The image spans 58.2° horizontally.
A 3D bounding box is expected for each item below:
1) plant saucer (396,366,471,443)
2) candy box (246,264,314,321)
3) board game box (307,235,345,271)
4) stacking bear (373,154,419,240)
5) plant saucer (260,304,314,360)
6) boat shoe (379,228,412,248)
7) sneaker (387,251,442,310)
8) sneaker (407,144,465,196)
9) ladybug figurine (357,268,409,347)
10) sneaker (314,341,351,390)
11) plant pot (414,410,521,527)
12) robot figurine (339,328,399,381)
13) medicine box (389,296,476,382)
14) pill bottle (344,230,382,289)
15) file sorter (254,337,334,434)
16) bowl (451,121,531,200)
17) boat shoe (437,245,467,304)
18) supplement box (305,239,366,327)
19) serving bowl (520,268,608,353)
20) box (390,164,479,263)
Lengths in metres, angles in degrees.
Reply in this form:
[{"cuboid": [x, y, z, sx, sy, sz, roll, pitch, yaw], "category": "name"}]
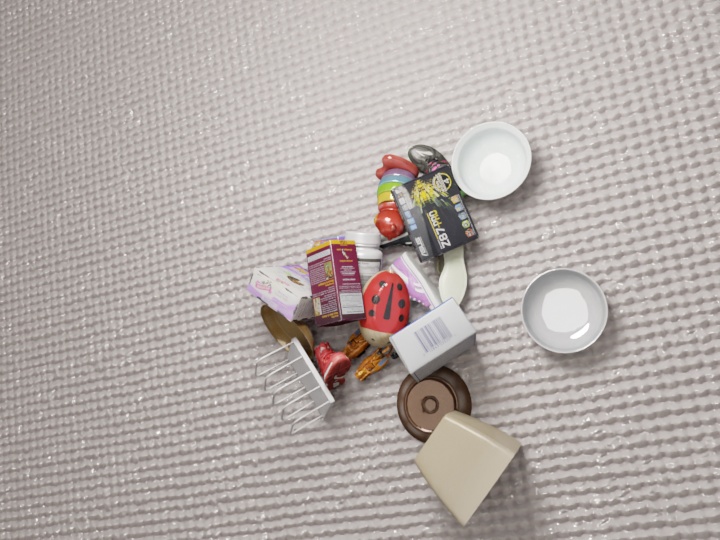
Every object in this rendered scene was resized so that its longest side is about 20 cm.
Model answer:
[{"cuboid": [0.182, 0.341, 1.651, 0.198, 0.037, 0.203, -3, 80, 20], "category": "plant saucer"}, {"cuboid": [-0.174, 0.057, 1.724, 0.167, 0.199, 0.072, 32, 108, 26], "category": "candy box"}, {"cuboid": [-0.064, -0.020, 1.791, 0.198, 0.039, 0.160, -7, 80, 20], "category": "board game box"}, {"cuboid": [0.087, -0.180, 1.696, 0.112, 0.122, 0.202, 14, 68, -8], "category": "stacking bear"}, {"cuboid": [-0.190, 0.160, 1.754, 0.199, 0.201, 0.035, 35, 59, 21], "category": "plant saucer"}, {"cuboid": [0.134, -0.092, 1.715, 0.199, 0.076, 0.061, -21, 116, 31], "category": "boat shoe"}, {"cuboid": [0.138, 0.062, 1.695, 0.114, 0.072, 0.201, -42, 61, 15], "category": "sneaker"}, {"cuboid": [0.203, -0.270, 1.706, 0.200, 0.084, 0.077, 43, 97, 20], "category": "sneaker"}, {"cuboid": [0.062, 0.095, 1.632, 0.134, 0.072, 0.203, 7, 89, -9], "category": "ladybug figurine"}, {"cuboid": [-0.087, 0.232, 1.690, 0.078, 0.201, 0.116, -22, 67, -22], "category": "sneaker"}, {"cuboid": [0.243, 0.441, 1.523, 0.176, 0.200, 0.201, 36, 95, 20], "category": "plant pot"}, {"cuboid": [0.045, 0.191, 1.711, 0.200, 0.058, 0.145, -44, 71, 10], "category": "robot figurine"}, {"cuboid": [0.180, 0.172, 1.571, 0.181, 0.200, 0.103, -33, 73, 0], "category": "medicine box"}, {"cuboid": [0.000, 0.000, 1.706, 0.113, 0.114, 0.203, 6, 96, 21], "category": "pill bottle"}, {"cuboid": [-0.178, 0.311, 1.710, 0.124, 0.139, 0.201, -27, 70, -23], "category": "file sorter"}, {"cuboid": [0.338, -0.269, 1.653, 0.199, 0.090, 0.204, -3, 82, 20], "category": "bowl"}, {"cuboid": [0.234, -0.003, 1.669, 0.071, 0.060, 0.204, 1, 83, -3], "category": "boat shoe"}, {"cuboid": [-0.062, 0.034, 1.627, 0.110, 0.085, 0.203, -19, 77, 49], "category": "supplement box"}, {"cuboid": [0.490, 0.098, 1.557, 0.198, 0.066, 0.203, -3, 81, 20], "category": "serving bowl"}, {"cuboid": [0.185, -0.142, 1.625, 0.160, 0.049, 0.202, -22, 89, -3], "category": "box"}]
